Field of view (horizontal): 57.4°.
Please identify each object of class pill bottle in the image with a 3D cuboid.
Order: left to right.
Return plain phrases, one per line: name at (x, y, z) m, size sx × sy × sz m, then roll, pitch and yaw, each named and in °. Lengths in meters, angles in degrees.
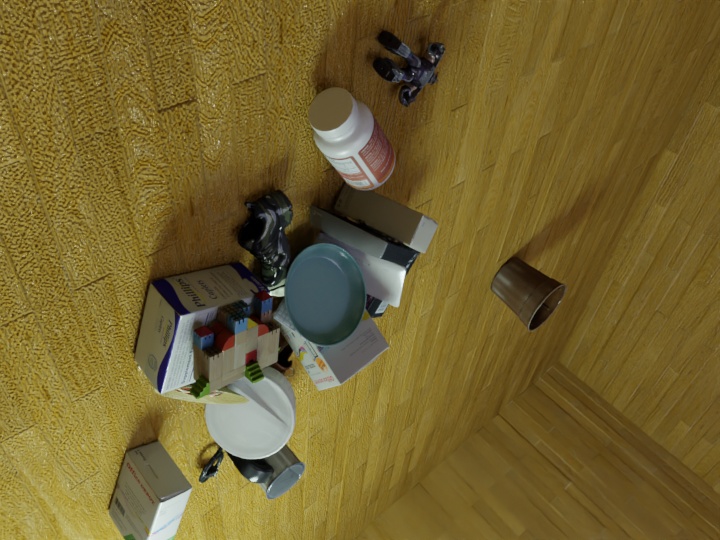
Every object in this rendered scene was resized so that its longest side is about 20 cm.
pill bottle at (-0.016, -0.235, 1.178) m, size 0.112 × 0.112 × 0.200 m, roll -48°, pitch 152°, yaw -1°

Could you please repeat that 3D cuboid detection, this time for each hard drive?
hard drive at (0.000, -0.068, 1.304) m, size 0.134 × 0.199 × 0.043 m, roll 15°, pitch 101°, yaw -58°

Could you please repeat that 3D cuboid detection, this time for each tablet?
tablet at (0.000, 0.000, 1.400) m, size 0.014 × 0.198 × 0.131 m, roll -54°, pitch 162°, yaw -38°

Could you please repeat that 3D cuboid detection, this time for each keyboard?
keyboard at (-0.106, 0.022, 1.318) m, size 0.056 × 0.011 × 0.202 m, roll 38°, pitch 67°, yaw -28°

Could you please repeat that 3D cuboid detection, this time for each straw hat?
straw hat at (-0.312, 0.210, 1.319) m, size 0.201 × 0.198 × 0.086 m, roll 43°, pitch 46°, yaw -61°

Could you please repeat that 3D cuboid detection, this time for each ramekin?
ramekin at (-0.232, 0.299, 1.443) m, size 0.204 × 0.201 × 0.094 m, roll -57°, pitch -179°, yaw 15°

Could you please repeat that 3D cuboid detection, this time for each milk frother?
milk frother at (-0.272, 0.481, 1.599) m, size 0.179 × 0.188 × 0.201 m, roll -5°, pitch 129°, yaw -51°

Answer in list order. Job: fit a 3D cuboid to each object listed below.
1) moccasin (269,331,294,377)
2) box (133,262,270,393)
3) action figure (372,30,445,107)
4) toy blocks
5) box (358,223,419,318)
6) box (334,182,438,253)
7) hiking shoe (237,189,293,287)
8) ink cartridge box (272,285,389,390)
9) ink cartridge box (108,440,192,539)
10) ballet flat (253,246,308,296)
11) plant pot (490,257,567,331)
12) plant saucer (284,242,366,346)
moccasin at (-0.187, 0.206, 1.503) m, size 0.203 × 0.078 × 0.073 m, roll -57°, pitch 150°, yaw 14°
box at (-0.290, 0.100, 1.204) m, size 0.199 × 0.105 × 0.185 m, roll -15°, pitch 136°, yaw -47°
action figure at (0.096, -0.372, 1.220) m, size 0.199 × 0.069 × 0.131 m, roll -3°, pitch 123°, yaw -57°
toy blocks at (-0.214, 0.118, 1.146) m, size 0.199 × 0.099 × 0.138 m, roll -22°, pitch 130°, yaw -41°
box at (0.026, -0.001, 1.516) m, size 0.131 × 0.115 × 0.201 m, roll -2°, pitch 128°, yaw -55°
box at (0.050, -0.109, 1.322) m, size 0.082 × 0.199 × 0.069 m, roll 19°, pitch 99°, yaw -58°
hiking shoe at (-0.185, -0.053, 1.218) m, size 0.100 × 0.076 × 0.202 m, roll -16°, pitch 129°, yaw -32°
ink cartridge box at (-0.067, 0.129, 1.404) m, size 0.144 × 0.201 × 0.147 m, roll -34°, pitch -179°, yaw -27°
ink cartridge box at (-0.451, 0.491, 1.405) m, size 0.083 × 0.145 × 0.202 m, roll -11°, pitch 134°, yaw -49°
ballet flat at (-0.141, 0.012, 1.341) m, size 0.199 × 0.072 × 0.068 m, roll -25°, pitch 139°, yaw -37°
plant pot at (0.570, 0.071, 2.276) m, size 0.199 × 0.198 × 0.201 m, roll -35°, pitch 149°, yaw -25°
plant saucer at (-0.075, 0.048, 1.297) m, size 0.198 × 0.036 × 0.203 m, roll 4°, pitch 84°, yaw -39°
